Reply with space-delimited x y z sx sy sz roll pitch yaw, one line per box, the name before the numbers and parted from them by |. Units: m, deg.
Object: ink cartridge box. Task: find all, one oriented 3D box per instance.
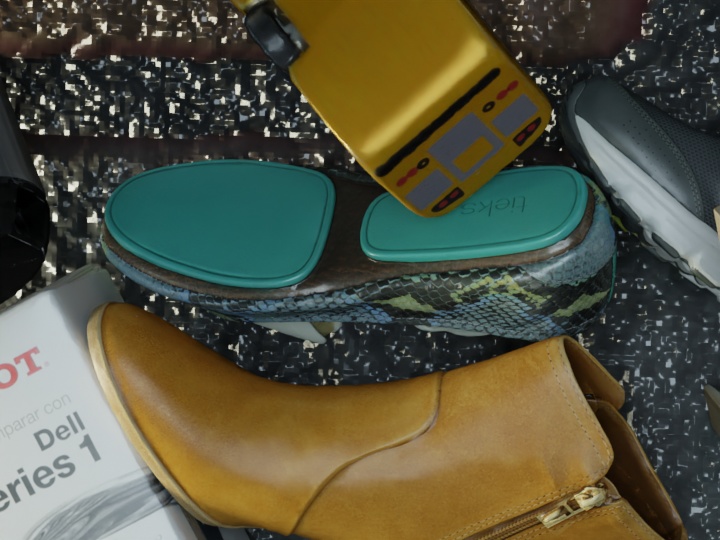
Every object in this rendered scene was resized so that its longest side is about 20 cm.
ink cartridge box | -0.120 0.119 1.055 0.146 0.084 0.200 -28 91 10

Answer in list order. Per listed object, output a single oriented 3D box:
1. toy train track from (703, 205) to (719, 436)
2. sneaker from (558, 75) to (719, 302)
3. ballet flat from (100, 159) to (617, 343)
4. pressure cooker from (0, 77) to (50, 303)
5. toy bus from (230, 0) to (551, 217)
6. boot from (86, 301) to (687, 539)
toy train track | 0.156 0.048 0.991 0.032 0.115 0.200 -26 134 -8
sneaker | 0.164 -0.018 1.030 0.200 0.074 0.085 35 90 -5
ballet flat | 0.000 0.000 1.042 0.199 0.074 0.074 3 94 25
pressure cooker | -0.218 -0.067 1.002 0.176 0.179 0.200 -25 79 19
toy bus | -0.018 -0.116 1.012 0.065 0.078 0.200 -41 60 8
boot | 0.013 0.054 1.018 0.144 0.071 0.201 -33 112 26
